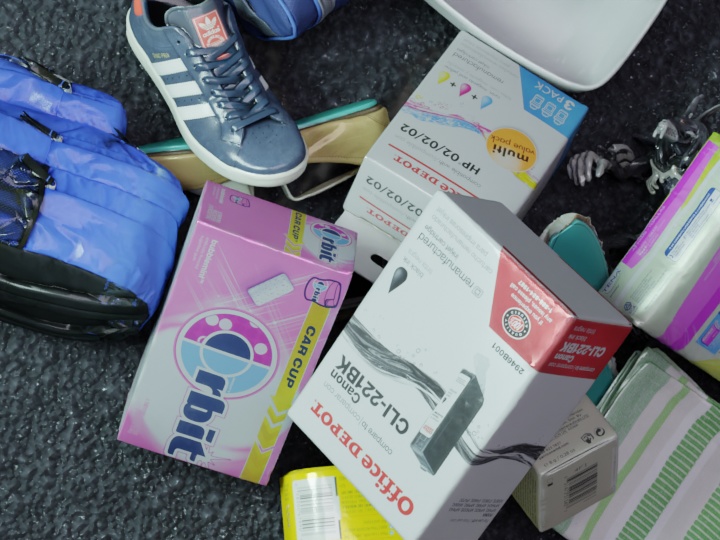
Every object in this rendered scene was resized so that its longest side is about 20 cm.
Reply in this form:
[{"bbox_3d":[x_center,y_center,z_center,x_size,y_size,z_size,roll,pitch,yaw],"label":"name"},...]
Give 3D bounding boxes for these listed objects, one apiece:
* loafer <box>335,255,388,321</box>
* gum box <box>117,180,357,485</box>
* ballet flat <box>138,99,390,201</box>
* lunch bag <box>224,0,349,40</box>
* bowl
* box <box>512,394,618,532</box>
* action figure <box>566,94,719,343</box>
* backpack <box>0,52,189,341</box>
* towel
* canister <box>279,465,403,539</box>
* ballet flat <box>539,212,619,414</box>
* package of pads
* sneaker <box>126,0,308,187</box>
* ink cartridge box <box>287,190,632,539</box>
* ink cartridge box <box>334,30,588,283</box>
[{"bbox_3d":[0.000,0.000,1.747,0.200,0.063,0.072,-23,86,-14],"label":"loafer"},{"bbox_3d":[-0.089,0.051,1.669,0.113,0.066,0.200,19,118,-7],"label":"gum box"},{"bbox_3d":[-0.070,-0.078,1.744,0.199,0.069,0.063,-12,100,-12],"label":"ballet flat"},{"bbox_3d":[-0.077,-0.268,1.718,0.132,0.136,0.200,-40,104,-15],"label":"lunch bag"},{"bbox_3d":[0.138,-0.249,1.807,0.200,0.075,0.200,35,76,-6],"label":"bowl"},{"bbox_3d":[0.103,0.084,1.702,0.068,0.082,0.200,-26,57,-15],"label":"box"},{"bbox_3d":[0.221,-0.049,1.777,0.102,0.119,0.200,27,81,-52],"label":"action figure"},{"bbox_3d":[-0.220,-0.048,1.656,0.200,0.163,0.168,23,75,-7],"label":"backpack"},{"bbox_3d":[0.240,0.166,1.760,0.200,0.023,0.153,36,85,-25],"label":"towel"},{"bbox_3d":[0.019,0.240,1.707,0.148,0.087,0.201,-3,82,-12],"label":"canister"},{"bbox_3d":[0.149,0.048,1.740,0.072,0.072,0.200,-17,113,-14],"label":"ballet flat"},{"bbox_3d":[0.287,0.004,1.727,0.200,0.068,0.155,32,96,-40],"label":"package of pads"},{"bbox_3d":[-0.105,-0.146,1.694,0.075,0.085,0.200,-27,61,-28],"label":"sneaker"},{"bbox_3d":[0.064,0.069,1.611,0.144,0.084,0.200,44,111,31],"label":"ink cartridge box"},{"bbox_3d":[0.069,-0.069,1.720,0.115,0.068,0.200,31,52,6],"label":"ink cartridge box"}]
